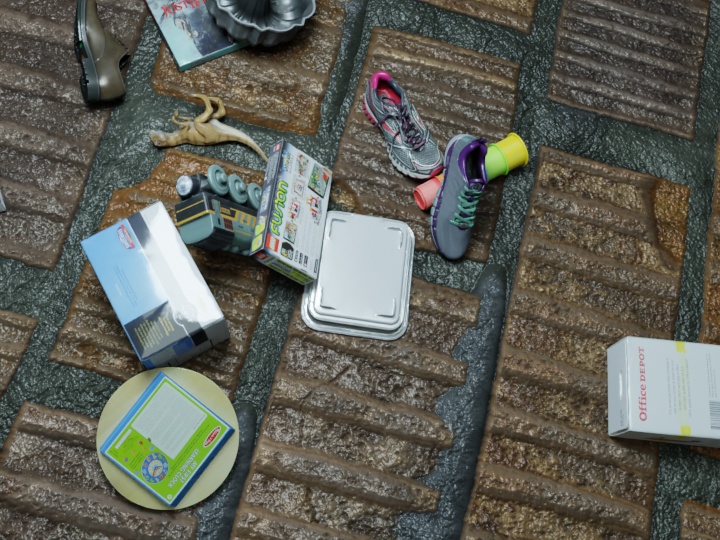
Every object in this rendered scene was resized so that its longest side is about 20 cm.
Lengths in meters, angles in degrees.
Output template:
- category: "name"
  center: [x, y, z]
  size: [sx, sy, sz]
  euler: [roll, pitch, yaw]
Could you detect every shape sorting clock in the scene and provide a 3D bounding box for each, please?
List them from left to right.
- category: "shape sorting clock"
  center: [-0.271, 0.237, 1.161]
  size: [0.197, 0.039, 0.203]
  euler: [0, 89, -5]

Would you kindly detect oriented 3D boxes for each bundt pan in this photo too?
- category: "bundt pan"
  center: [-0.177, -0.464, 1.390]
  size: [0.200, 0.076, 0.204]
  euler: [9, 63, -18]

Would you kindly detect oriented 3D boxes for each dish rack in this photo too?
- category: "dish rack"
  center: [0.000, 0.000, 1.291]
  size: [0.169, 0.044, 0.202]
  euler: [8, 70, -3]

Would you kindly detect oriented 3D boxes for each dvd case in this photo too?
- category: "dvd case"
  center: [-0.289, -0.454, 1.418]
  size: [0.145, 0.022, 0.201]
  euler: [-25, 76, -14]

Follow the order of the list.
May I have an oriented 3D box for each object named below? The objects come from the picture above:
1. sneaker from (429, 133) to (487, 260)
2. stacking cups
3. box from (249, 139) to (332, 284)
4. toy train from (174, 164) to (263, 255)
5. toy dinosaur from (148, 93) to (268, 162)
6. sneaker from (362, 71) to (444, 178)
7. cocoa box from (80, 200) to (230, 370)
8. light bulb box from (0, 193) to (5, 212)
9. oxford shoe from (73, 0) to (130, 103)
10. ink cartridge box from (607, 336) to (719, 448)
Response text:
- category: "sneaker"
  center: [0.159, -0.112, 1.288]
  size: [0.073, 0.087, 0.203]
  euler: [2, 99, -15]
- category: "stacking cups"
  center: [0.183, -0.160, 1.356]
  size: [0.199, 0.061, 0.061]
  euler: [-28, 77, -15]
- category: "box"
  center: [-0.104, -0.092, 1.266]
  size: [0.110, 0.035, 0.202]
  euler: [30, 54, -34]
- category: "toy train"
  center: [-0.201, -0.081, 1.224]
  size: [0.084, 0.200, 0.115]
  euler: [-17, 74, 22]
- category: "toy dinosaur"
  center: [-0.242, -0.231, 1.340]
  size: [0.197, 0.060, 0.108]
  euler: [2, 95, -1]
- category: "sneaker"
  center: [0.067, -0.238, 1.356]
  size: [0.080, 0.075, 0.201]
  euler: [-32, 75, -15]
- category: "cocoa box"
  center: [-0.296, 0.031, 1.195]
  size: [0.130, 0.134, 0.201]
  euler: [-28, 77, -12]
- category: "light bulb box"
  center: [-0.665, -0.169, 1.221]
  size: [0.198, 0.125, 0.200]
  euler: [-18, 74, -13]
- category: "oxford shoe"
  center: [-0.428, -0.367, 1.355]
  size: [0.084, 0.073, 0.202]
  euler: [-8, 75, -26]
- category: "ink cartridge box"
  center: [0.489, 0.189, 1.266]
  size: [0.197, 0.084, 0.147]
  euler: [7, 70, -5]
